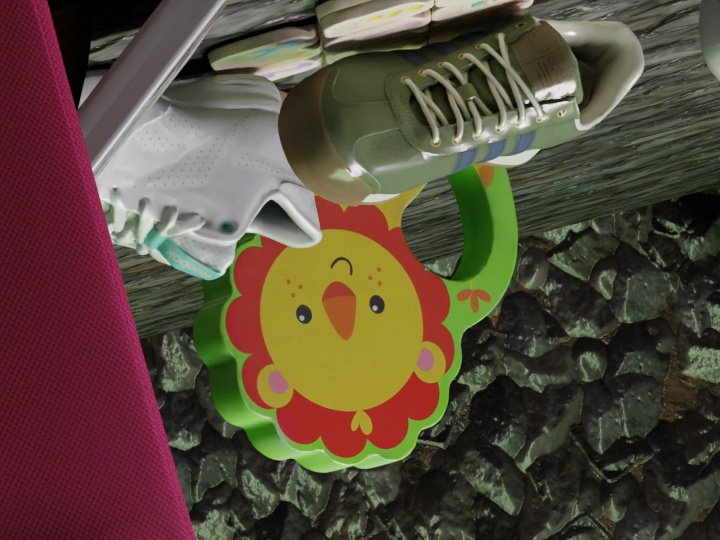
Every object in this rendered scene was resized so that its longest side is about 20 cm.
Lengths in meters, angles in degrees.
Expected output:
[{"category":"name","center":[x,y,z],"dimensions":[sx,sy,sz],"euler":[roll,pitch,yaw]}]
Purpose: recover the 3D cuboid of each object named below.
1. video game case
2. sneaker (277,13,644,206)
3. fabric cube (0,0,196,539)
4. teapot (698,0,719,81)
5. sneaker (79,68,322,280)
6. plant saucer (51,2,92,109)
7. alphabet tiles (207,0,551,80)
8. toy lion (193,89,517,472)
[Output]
[{"category":"video game case","center":[-0.094,-0.047,1.030],"dimensions":[0.143,0.018,0.200],"euler":[-53,-175,-11]},{"category":"sneaker","center":[0.053,-0.081,1.284],"dimensions":[0.090,0.067,0.200],"euler":[-28,171,34]},{"category":"fabric cube","center":[-0.182,0.015,0.730],"dimensions":[0.195,0.201,0.200],"euler":[-14,176,-29]},{"category":"teapot","center":[0.232,-0.118,1.099],"dimensions":[0.199,0.147,0.197],"euler":[19,174,30]},{"category":"sneaker","center":[-0.090,-0.032,1.231],"dimensions":[0.199,0.089,0.075],"euler":[-10,156,-45]},{"category":"plant saucer","center":[-0.172,-0.027,1.032],"dimensions":[0.200,0.036,0.200],"euler":[-32,-178,1]},{"category":"alphabet tiles","center":[0.029,-0.111,1.295],"dimensions":[0.194,0.015,0.200],"euler":[-16,176,-1]},{"category":"toy lion","center":[0.000,0.000,1.464],"dimensions":[0.199,0.193,0.069],"euler":[-15,177,-36]}]
